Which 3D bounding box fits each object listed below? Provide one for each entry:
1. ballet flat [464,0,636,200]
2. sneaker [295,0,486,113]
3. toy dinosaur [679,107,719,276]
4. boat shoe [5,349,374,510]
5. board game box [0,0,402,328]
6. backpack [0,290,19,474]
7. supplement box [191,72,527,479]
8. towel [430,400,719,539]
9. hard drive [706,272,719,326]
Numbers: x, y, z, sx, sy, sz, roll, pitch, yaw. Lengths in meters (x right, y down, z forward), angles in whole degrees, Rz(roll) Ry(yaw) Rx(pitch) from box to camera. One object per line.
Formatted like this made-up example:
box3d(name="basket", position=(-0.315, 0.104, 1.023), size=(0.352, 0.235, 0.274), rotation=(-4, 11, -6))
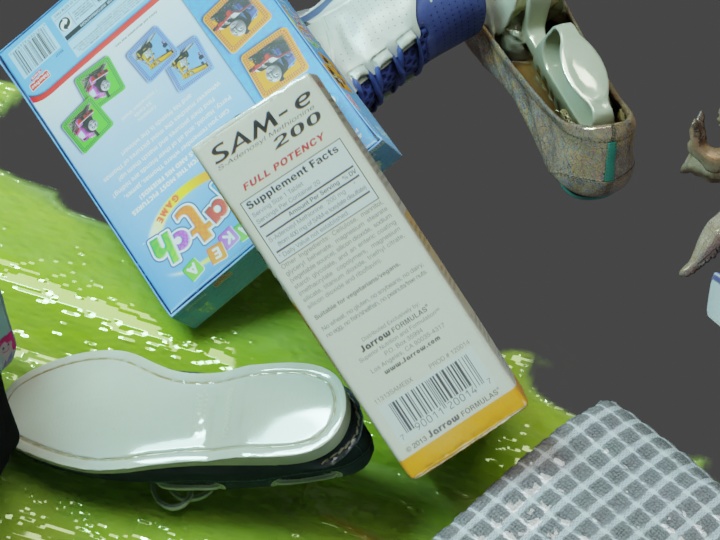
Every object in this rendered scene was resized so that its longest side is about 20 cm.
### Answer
box3d(name="ballet flat", position=(0.109, -0.131, 1.743), size=(0.068, 0.067, 0.200), rotation=(-18, 54, -19))
box3d(name="sneaker", position=(-0.014, -0.098, 1.706), size=(0.199, 0.081, 0.115), rotation=(-20, 58, -12))
box3d(name="toy dinosaur", position=(0.262, -0.067, 1.698), size=(0.135, 0.086, 0.200), rotation=(31, 60, 11))
box3d(name="boat shoe", position=(-0.091, 0.081, 1.549), size=(0.200, 0.062, 0.075), rotation=(-5, 59, 19))
box3d(name="board game box", position=(-0.092, -0.091, 1.651), size=(0.151, 0.037, 0.200), rotation=(-39, 64, 9))
box3d(name="backpack", position=(-0.278, 0.033, 1.505), size=(0.200, 0.178, 0.151), rotation=(7, 48, 17))
box3d(name="supplement box", position=(0.000, 0.000, 1.527), size=(0.073, 0.126, 0.200), rotation=(-33, 91, 2))
box3d(name="towel", position=(0.116, 0.172, 1.483), size=(0.166, 0.086, 0.200), rotation=(39, 57, 25))
box3d(name="hard drive", position=(0.291, 0.030, 1.600), size=(0.200, 0.132, 0.025), rotation=(8, 94, 1))
